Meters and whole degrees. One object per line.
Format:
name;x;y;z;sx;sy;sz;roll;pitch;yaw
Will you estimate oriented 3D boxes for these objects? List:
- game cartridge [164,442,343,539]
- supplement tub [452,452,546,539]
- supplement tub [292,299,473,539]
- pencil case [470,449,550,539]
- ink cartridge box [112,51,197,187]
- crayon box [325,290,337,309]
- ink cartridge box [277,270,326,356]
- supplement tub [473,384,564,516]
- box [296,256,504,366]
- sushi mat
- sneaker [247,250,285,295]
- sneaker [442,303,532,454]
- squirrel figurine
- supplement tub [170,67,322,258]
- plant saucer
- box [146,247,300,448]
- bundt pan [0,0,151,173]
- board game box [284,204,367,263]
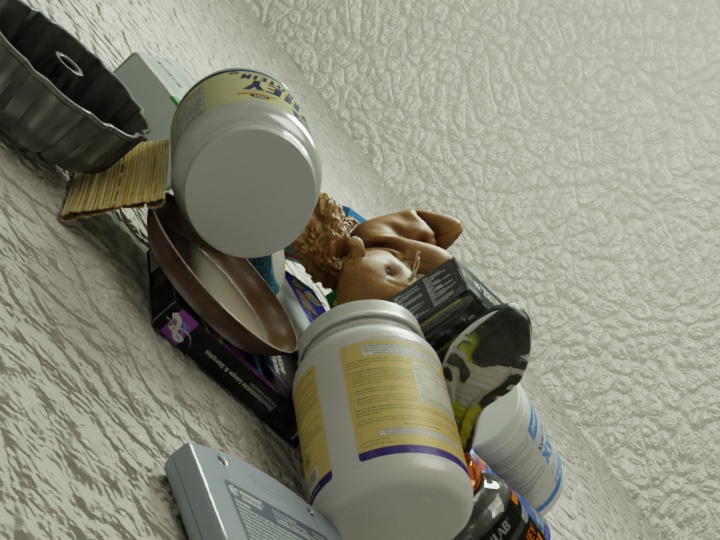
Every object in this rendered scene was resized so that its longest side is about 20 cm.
game cartridge;-0.066;0.208;0.939;0.200;0.041;0.134;41;9;-44
supplement tub;0.123;0.284;1.196;0.201;0.122;0.123;54;9;-10
supplement tub;0.015;0.143;1.121;0.145;0.144;0.202;41;27;-41
pencil case;0.150;0.287;1.495;0.200;0.087;0.078;44;-13;-36
ink cartridge box;-0.232;-0.184;1.542;0.146;0.084;0.200;50;9;1
crayon box;0.024;0.101;1.523;0.119;0.058;0.201;56;-7;26
ink cartridge box;-0.074;0.066;1.432;0.197;0.047;0.201;40;15;-53
supplement tub;0.175;0.225;1.590;0.201;0.131;0.133;58;1;-44
box;0.058;0.087;1.278;0.161;0.199;0.050;36;24;-51
sushi mat;-0.231;-0.089;1.191;0.200;0.094;0.012;-108;-169;-67
sneaker;-0.113;-0.044;1.367;0.080;0.077;0.202;25;30;-39
sneaker;0.106;0.097;1.216;0.074;0.201;0.085;24;36;-7
squirrel figurine;0.000;0.000;1.335;0.197;0.144;0.186;22;18;15
supplement tub;-0.113;-0.106;1.214;0.145;0.145;0.200;45;9;-22
plant saucer;-0.137;0.010;1.181;0.201;0.032;0.200;48;10;-11
box;-0.125;0.068;1.207;0.200;0.036;0.143;47;10;-28
bundt pan;-0.297;-0.168;1.171;0.202;0.076;0.202;43;12;-11
board game box;-0.062;-0.045;1.573;0.197;0.057;0.195;16;-8;28
